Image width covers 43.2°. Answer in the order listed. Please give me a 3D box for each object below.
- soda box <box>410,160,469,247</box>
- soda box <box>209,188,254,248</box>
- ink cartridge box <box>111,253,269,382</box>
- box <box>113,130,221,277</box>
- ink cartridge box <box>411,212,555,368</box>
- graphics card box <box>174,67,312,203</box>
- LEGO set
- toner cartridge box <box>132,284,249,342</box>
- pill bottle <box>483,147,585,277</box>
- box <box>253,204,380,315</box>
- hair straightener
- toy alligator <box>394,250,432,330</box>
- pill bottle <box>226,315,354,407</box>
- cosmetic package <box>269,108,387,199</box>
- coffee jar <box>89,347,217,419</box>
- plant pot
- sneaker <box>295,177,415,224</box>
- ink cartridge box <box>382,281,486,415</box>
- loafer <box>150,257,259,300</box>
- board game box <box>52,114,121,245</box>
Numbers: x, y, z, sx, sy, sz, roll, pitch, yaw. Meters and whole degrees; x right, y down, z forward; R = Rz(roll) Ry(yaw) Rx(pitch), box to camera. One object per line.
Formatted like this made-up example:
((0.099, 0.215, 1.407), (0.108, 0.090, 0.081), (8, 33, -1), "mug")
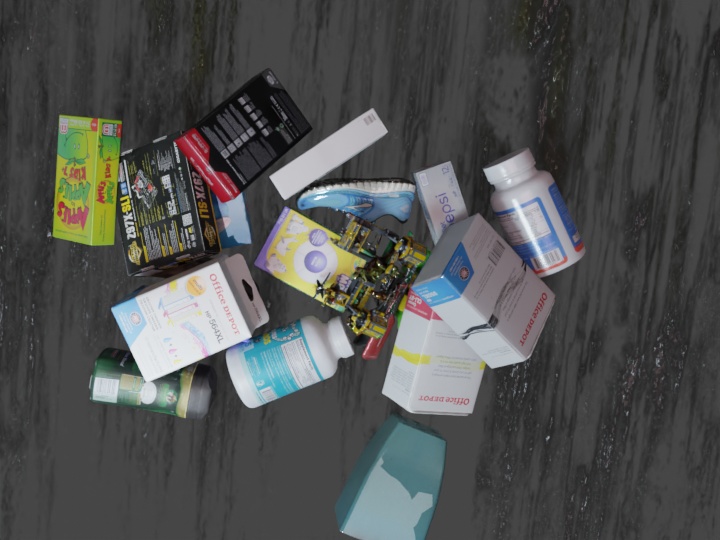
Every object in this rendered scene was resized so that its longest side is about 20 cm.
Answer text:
((0.147, -0.081, 1.523), (0.063, 0.068, 0.200), (-20, 99, -2), "soda box")
((-0.227, -0.138, 1.500), (0.068, 0.064, 0.200), (-10, 98, -2), "soda box")
((-0.254, 0.064, 1.401), (0.200, 0.125, 0.129), (-24, 97, 0), "ink cartridge box")
((-0.315, -0.105, 1.453), (0.160, 0.049, 0.200), (-17, 82, 28), "box")
((0.197, 0.035, 1.434), (0.200, 0.084, 0.145), (45, 55, -17), "ink cartridge box")
((-0.182, -0.215, 1.441), (0.200, 0.051, 0.125), (-47, 110, -28), "graphics card box")
((0.000, 0.000, 1.438), (0.116, 0.154, 0.200), (25, 105, -29), "LEGO set")
((-0.276, 0.070, 1.511), (0.200, 0.095, 0.043), (13, 97, -5), "toner cartridge box")
((0.283, -0.097, 1.506), (0.112, 0.112, 0.200), (-26, 98, 1), "pill bottle")
((-0.066, -0.013, 1.534), (0.200, 0.048, 0.117), (28, 96, -8), "box")
((0.033, 0.049, 1.527), (0.041, 0.077, 0.200), (1, 122, -35), "hair straightener")
((0.078, 0.058, 1.550), (0.054, 0.059, 0.200), (19, 100, 37), "toy alligator")
((-0.115, 0.145, 1.521), (0.200, 0.111, 0.111), (-22, 98, 0), "pill bottle")
((-0.052, -0.191, 1.492), (0.200, 0.083, 0.051), (-33, 100, 3), "cosmetic package")
((-0.341, 0.189, 1.520), (0.200, 0.104, 0.085), (11, 100, -5), "coffee jar")
((0.062, 0.356, 1.547), (0.141, 0.141, 0.200), (23, 91, -6), "plant pot")
((-0.008, -0.106, 1.509), (0.200, 0.078, 0.090), (0, 102, -2), "sneaker")
((0.135, 0.132, 1.517), (0.145, 0.083, 0.200), (10, 98, -35), "ink cartridge box")
((-0.264, 0.014, 1.521), (0.200, 0.073, 0.071), (23, 100, 4), "loafer")
((-0.442, -0.147, 1.470), (0.102, 0.048, 0.200), (11, 99, 35), "board game box")
